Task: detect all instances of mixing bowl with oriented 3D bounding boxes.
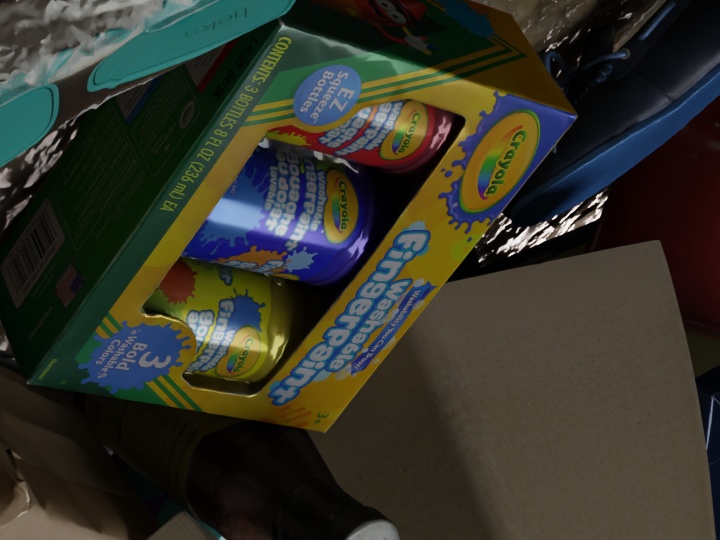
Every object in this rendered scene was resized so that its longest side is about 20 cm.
[{"bbox_3d":[0.238,-0.048,1.379,0.200,0.200,0.109,-21,123,-43],"label":"mixing bowl"}]

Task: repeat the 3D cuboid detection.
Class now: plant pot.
[{"bbox_3d":[0.064,0.117,1.169,0.199,0.178,0.200,-11,163,-44],"label":"plant pot"}]

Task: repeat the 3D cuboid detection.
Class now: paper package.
[{"bbox_3d":[-0.207,0.135,0.995,0.200,0.104,0.191,-39,160,4],"label":"paper package"}]

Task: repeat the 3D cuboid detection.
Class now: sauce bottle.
[{"bbox_3d":[-0.057,0.089,1.053,0.066,0.200,0.066,-22,126,-33],"label":"sauce bottle"}]

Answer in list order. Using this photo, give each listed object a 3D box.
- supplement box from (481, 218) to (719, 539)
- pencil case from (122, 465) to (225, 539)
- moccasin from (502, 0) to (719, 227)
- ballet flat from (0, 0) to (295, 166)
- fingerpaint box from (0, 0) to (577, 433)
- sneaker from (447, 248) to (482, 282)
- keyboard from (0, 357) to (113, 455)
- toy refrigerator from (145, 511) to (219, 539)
[{"bbox_3d":[0.186,0.071,1.404,0.200,0.199,0.135,-21,123,-42],"label":"supplement box"},{"bbox_3d":[-0.137,0.173,1.247,0.200,0.085,0.092,-41,143,-1],"label":"pencil case"},{"bbox_3d":[0.145,-0.102,1.232,0.200,0.068,0.081,-37,167,-10],"label":"moccasin"},{"bbox_3d":[-0.114,-0.081,0.801,0.200,0.072,0.072,-30,157,-23],"label":"ballet flat"},{"bbox_3d":[-0.035,-0.031,0.958,0.166,0.073,0.200,13,126,-41],"label":"fingerpaint box"},{"bbox_3d":[-0.002,-0.001,1.135,0.199,0.060,0.105,-17,131,-48],"label":"sneaker"},{"bbox_3d":[-0.156,0.067,1.110,0.056,0.011,0.200,-51,159,11],"label":"keyboard"},{"bbox_3d":[-0.072,0.179,1.079,0.076,0.070,0.200,-40,164,-5],"label":"toy refrigerator"}]
